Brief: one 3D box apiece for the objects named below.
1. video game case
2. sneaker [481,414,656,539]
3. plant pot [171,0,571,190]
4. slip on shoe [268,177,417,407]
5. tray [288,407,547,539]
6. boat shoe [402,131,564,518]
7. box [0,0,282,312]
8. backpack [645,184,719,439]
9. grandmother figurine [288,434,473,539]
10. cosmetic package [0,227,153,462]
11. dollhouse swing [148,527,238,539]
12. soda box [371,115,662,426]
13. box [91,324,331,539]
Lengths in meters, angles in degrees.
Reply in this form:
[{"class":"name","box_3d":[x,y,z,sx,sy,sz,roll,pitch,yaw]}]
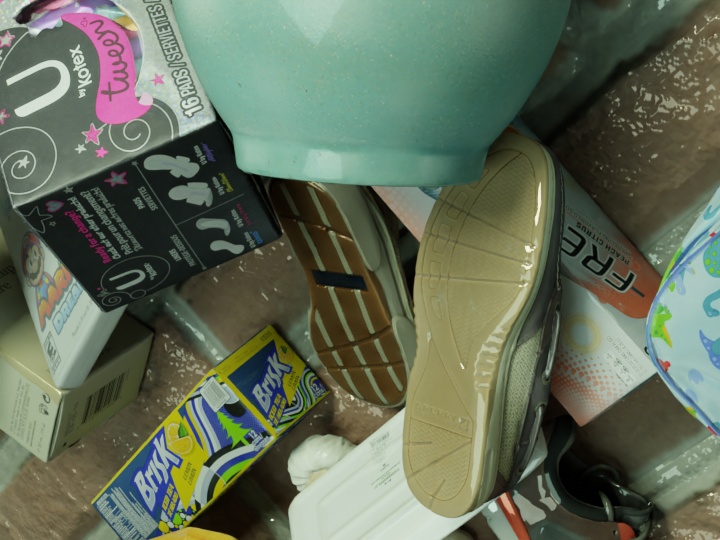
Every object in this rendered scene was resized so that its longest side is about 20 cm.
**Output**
[{"class":"video game case","box_3d":[-0.186,-0.053,0.952,0.200,0.024,0.182,-55,51,41]},{"class":"sneaker","box_3d":[0.143,0.171,0.855,0.082,0.077,0.200,-28,107,22]},{"class":"plant pot","box_3d":[0.003,-0.110,0.685,0.200,0.200,0.135,10,102,32]},{"class":"slip on shoe","box_3d":[0.000,0.000,0.877,0.076,0.061,0.200,7,136,32]},{"class":"tray","box_3d":[0.022,0.123,0.864,0.022,0.108,0.200,34,117,-30]},{"class":"boat shoe","box_3d":[0.070,0.028,0.751,0.072,0.065,0.201,16,103,38]},{"class":"box","box_3d":[-0.140,-0.102,0.798,0.132,0.114,0.200,64,-178,-61]},{"class":"backpack","box_3d":[0.225,0.000,0.672,0.163,0.154,0.200,46,145,-2]},{"class":"grandmother figurine","box_3d":[0.016,0.196,0.956,0.121,0.061,0.200,-29,89,0]},{"class":"cosmetic package","box_3d":[-0.261,0.038,1.055,0.200,0.103,0.073,33,128,16]},{"class":"dollhouse swing","box_3d":[-0.100,0.300,1.020,0.176,0.182,0.200,27,145,-36]},{"class":"soda box","box_3d":[0.090,-0.016,0.798,0.200,0.064,0.068,48,132,4]},{"class":"box","box_3d":[-0.107,0.124,1.010,0.064,0.070,0.200,48,132,4]}]
